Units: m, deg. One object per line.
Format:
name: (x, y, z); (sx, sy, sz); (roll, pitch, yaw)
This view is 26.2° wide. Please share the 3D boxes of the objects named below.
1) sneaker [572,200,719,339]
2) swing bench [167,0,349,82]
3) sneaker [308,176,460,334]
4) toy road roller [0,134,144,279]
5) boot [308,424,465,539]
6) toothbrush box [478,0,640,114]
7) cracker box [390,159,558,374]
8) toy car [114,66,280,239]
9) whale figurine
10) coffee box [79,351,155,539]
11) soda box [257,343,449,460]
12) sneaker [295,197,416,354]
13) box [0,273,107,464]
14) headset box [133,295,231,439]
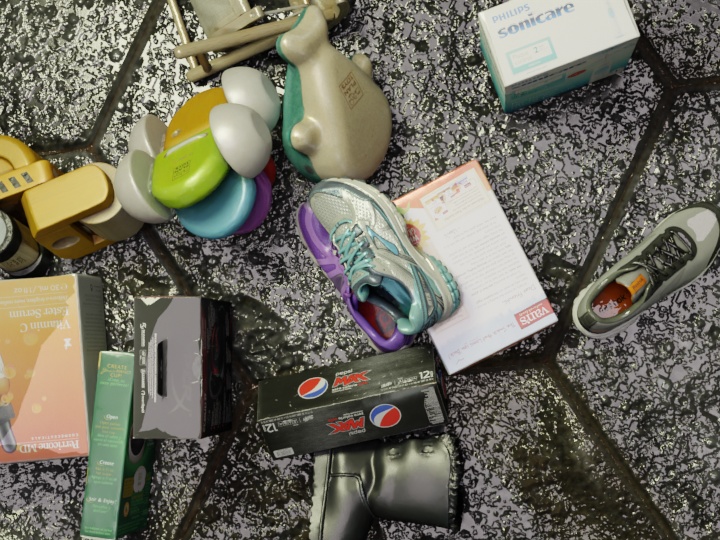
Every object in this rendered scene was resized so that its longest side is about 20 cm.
sneaker: (0.316, 0.002, 1.667); (0.200, 0.079, 0.074); (-41, 82, 1)
swing bench: (-0.134, -0.342, 1.706); (0.200, 0.130, 0.199); (-19, 85, -1)
sneaker: (0.014, -0.016, 1.624); (0.200, 0.086, 0.078); (44, 136, 8)
toy road roller: (-0.351, -0.088, 1.717); (0.200, 0.123, 0.146); (-20, 74, 5)
boot: (0.030, 0.262, 1.680); (0.162, 0.073, 0.198); (1, 79, 10)
toothbrush box: (0.206, -0.240, 1.629); (0.146, 0.200, 0.085); (-20, 85, 3)
cracker box: (0.114, -0.003, 1.696); (0.134, 0.058, 0.200); (-26, 84, 5)
toy car: (-0.156, -0.109, 1.665); (0.175, 0.200, 0.150); (-25, 117, 18)
whale figurine: (-0.047, -0.184, 1.668); (0.104, 0.200, 0.159); (3, 44, 37)
coffee box: (-0.259, 0.187, 1.691); (0.044, 0.123, 0.200); (6, 89, 9)
soda box: (-0.008, 0.142, 1.670); (0.200, 0.071, 0.063); (-12, 125, 8)
sneaker: (0.000, 0.000, 1.694); (0.081, 0.083, 0.200); (-34, 84, 3)
box: (-0.364, 0.110, 1.711); (0.152, 0.106, 0.200); (-6, 86, 5)
headset box: (-0.189, 0.102, 1.648); (0.075, 0.200, 0.149); (0, 88, 5)
